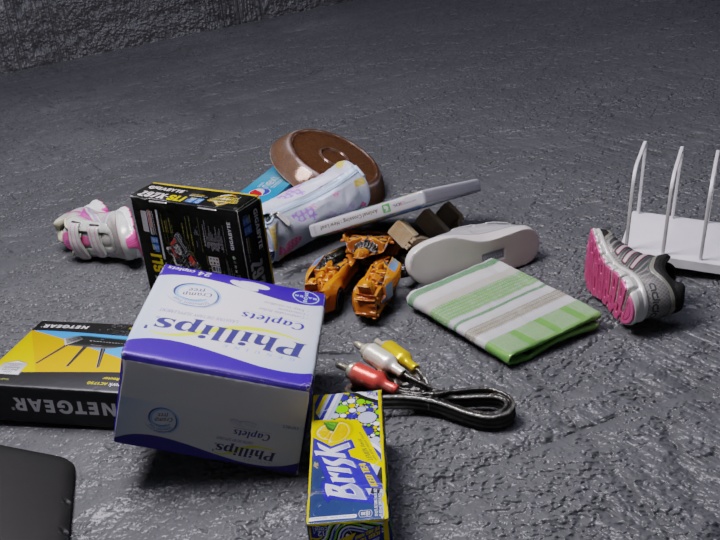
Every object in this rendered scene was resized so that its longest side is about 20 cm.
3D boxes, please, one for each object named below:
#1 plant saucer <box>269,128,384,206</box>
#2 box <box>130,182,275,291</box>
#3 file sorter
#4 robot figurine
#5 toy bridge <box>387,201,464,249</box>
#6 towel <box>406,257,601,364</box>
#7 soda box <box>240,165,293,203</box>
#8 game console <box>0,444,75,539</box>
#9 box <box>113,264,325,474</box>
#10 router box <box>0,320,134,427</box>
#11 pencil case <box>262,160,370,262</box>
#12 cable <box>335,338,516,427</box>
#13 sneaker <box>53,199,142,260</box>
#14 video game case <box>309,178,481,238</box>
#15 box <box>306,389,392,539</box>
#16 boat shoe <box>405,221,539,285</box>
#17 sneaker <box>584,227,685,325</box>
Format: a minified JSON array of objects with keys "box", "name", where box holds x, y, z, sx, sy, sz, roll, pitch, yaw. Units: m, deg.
[{"box":[-0.047,-0.171,1.623,0.200,0.035,0.200,18,33,-12],"name":"plant saucer"},{"box":[-0.177,0.003,1.181,0.159,0.200,0.049,9,30,31],"name":"box"},{"box":[0.446,-0.081,1.289,0.200,0.125,0.139,10,29,19],"name":"file sorter"},{"box":[0.000,0.000,1.316,0.145,0.058,0.200,3,26,15],"name":"robot figurine"},{"box":[0.107,-0.055,1.407,0.067,0.027,0.200,46,26,11],"name":"toy bridge"},{"box":[0.168,0.050,1.215,0.149,0.031,0.200,-21,31,-25],"name":"towel"},{"box":[-0.138,-0.106,1.576,0.068,0.064,0.200,4,25,20],"name":"soda box"},{"box":[-0.368,0.245,0.916,0.176,0.116,0.200,-37,25,4],"name":"game console"},{"box":[-0.136,0.094,1.028,0.184,0.105,0.200,10,26,-3],"name":"box"},{"box":[-0.303,0.115,1.142,0.200,0.051,0.149,1,25,12],"name":"router box"},{"box":[-0.080,-0.089,1.469,0.200,0.091,0.083,-30,58,-32],"name":"pencil case"},{"box":[0.060,0.121,1.046,0.200,0.050,0.097,14,32,39],"name":"cable"},{"box":[-0.393,-0.050,1.507,0.088,0.082,0.200,-24,22,-32],"name":"sneaker"},{"box":[0.052,-0.088,1.419,0.182,0.022,0.200,-15,1,30],"name":"video game case"},{"box":[-0.009,0.187,0.903,0.070,0.064,0.200,-5,24,1],"name":"box"},{"box":[0.139,-0.029,1.336,0.200,0.072,0.068,-18,23,-23],"name":"boat shoe"},{"box":[0.331,0.005,1.218,0.087,0.074,0.200,-2,23,-5],"name":"sneaker"}]
